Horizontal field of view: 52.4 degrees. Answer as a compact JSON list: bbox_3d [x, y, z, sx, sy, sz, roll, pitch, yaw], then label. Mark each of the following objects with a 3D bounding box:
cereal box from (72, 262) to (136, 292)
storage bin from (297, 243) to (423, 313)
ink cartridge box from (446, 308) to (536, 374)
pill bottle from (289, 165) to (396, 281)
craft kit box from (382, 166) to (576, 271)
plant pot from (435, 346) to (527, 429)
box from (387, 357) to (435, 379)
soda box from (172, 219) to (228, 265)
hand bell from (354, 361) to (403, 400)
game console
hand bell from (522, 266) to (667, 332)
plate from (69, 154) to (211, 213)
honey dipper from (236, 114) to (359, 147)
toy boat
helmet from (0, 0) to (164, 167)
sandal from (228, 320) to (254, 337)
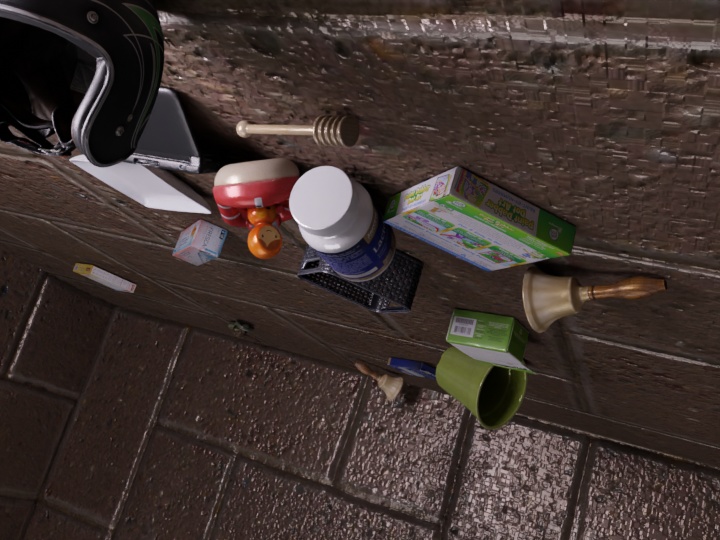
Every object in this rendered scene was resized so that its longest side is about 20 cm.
[{"bbox_3d":[-0.976,0.029,2.797,0.143,0.040,0.199,5,162,42],"label":"cereal box"},{"bbox_3d":[0.000,0.000,1.351,0.198,0.095,0.135,26,164,-26],"label":"storage bin"},{"bbox_3d":[0.299,0.160,1.623,0.146,0.077,0.200,7,164,35],"label":"ink cartridge box"},{"bbox_3d":[-0.025,-0.067,1.077,0.114,0.117,0.200,12,166,22],"label":"pill bottle"},{"bbox_3d":[0.158,-0.064,1.015,0.198,0.049,0.197,23,168,-21],"label":"craft kit box"},{"bbox_3d":[0.302,0.283,1.918,0.199,0.202,0.189,31,174,-42],"label":"plant pot"},{"bbox_3d":[0.201,0.342,2.524,0.120,0.033,0.199,29,164,-38],"label":"box"},{"bbox_3d":[-0.362,-0.059,1.640,0.068,0.064,0.199,24,166,-22],"label":"soda box"},{"bbox_3d":[0.062,0.419,2.910,0.199,0.105,0.104,35,162,-12],"label":"hand bell"},{"bbox_3d":[-0.292,-0.211,1.068,0.197,0.118,0.175,12,-165,24],"label":"game console"},{"bbox_3d":[0.355,0.031,1.097,0.198,0.106,0.104,-10,152,36],"label":"hand bell"},{"bbox_3d":[-0.397,-0.165,1.345,0.198,0.033,0.199,8,162,36],"label":"plate"},{"bbox_3d":[-0.088,-0.174,0.914,0.198,0.038,0.038,9,164,38],"label":"honey dipper"},{"bbox_3d":[-0.146,-0.082,1.084,0.128,0.133,0.200,-9,168,-5],"label":"toy boat"},{"bbox_3d":[-0.279,-0.212,0.691,0.197,0.193,0.201,10,-155,-4],"label":"helmet"},{"bbox_3d":[-0.484,0.241,2.949,0.079,0.058,0.200,23,165,-20],"label":"sandal"}]
